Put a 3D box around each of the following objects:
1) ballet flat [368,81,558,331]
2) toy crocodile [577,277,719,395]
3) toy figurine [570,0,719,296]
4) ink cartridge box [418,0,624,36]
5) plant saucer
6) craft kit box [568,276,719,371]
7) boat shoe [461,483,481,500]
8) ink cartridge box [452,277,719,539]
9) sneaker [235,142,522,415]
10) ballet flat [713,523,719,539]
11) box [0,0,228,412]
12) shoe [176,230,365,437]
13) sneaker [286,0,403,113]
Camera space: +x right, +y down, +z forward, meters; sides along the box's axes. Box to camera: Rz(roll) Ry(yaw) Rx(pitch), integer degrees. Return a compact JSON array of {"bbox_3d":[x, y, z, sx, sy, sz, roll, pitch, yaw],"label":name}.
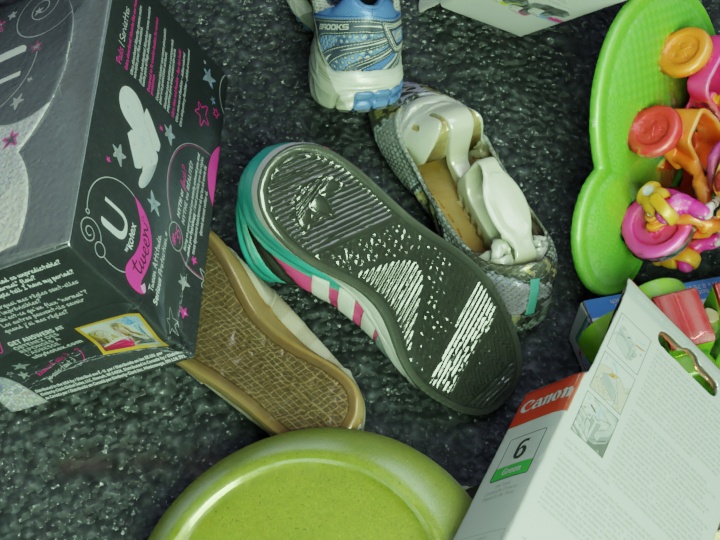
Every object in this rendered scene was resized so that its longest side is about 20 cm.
[{"bbox_3d":[0.065,-0.058,0.962,0.071,0.072,0.201,-16,58,-19],"label":"ballet flat"},{"bbox_3d":[0.212,0.031,0.871,0.197,0.062,0.068,-6,55,-14],"label":"toy crocodile"},{"bbox_3d":[0.237,-0.066,0.907,0.183,0.150,0.202,10,67,41],"label":"toy figurine"},{"bbox_3d":[0.113,-0.221,1.010,0.067,0.200,0.117,17,84,-19],"label":"ink cartridge box"},{"bbox_3d":[-0.028,0.165,0.767,0.197,0.031,0.202,-6,62,11],"label":"plant saucer"},{"bbox_3d":[0.243,0.092,0.896,0.197,0.049,0.199,-9,53,-14],"label":"craft kit box"},{"bbox_3d":[0.062,0.140,0.816,0.063,0.071,0.201,25,57,9],"label":"boat shoe"},{"bbox_3d":[0.118,0.113,0.775,0.109,0.050,0.201,43,52,-15],"label":"ink cartridge box"},{"bbox_3d":[0.000,0.000,0.904,0.084,0.121,0.200,-47,111,-6],"label":"sneaker"},{"bbox_3d":[0.249,0.131,0.814,0.198,0.047,0.068,-12,56,-16],"label":"ballet flat"},{"bbox_3d":[-0.163,-0.048,0.862,0.131,0.115,0.202,-17,49,24],"label":"box"},{"bbox_3d":[-0.070,0.039,0.888,0.070,0.053,0.200,-46,64,-2],"label":"shoe"},{"bbox_3d":[-0.004,-0.189,1.021,0.076,0.086,0.201,-4,40,-11],"label":"sneaker"}]
